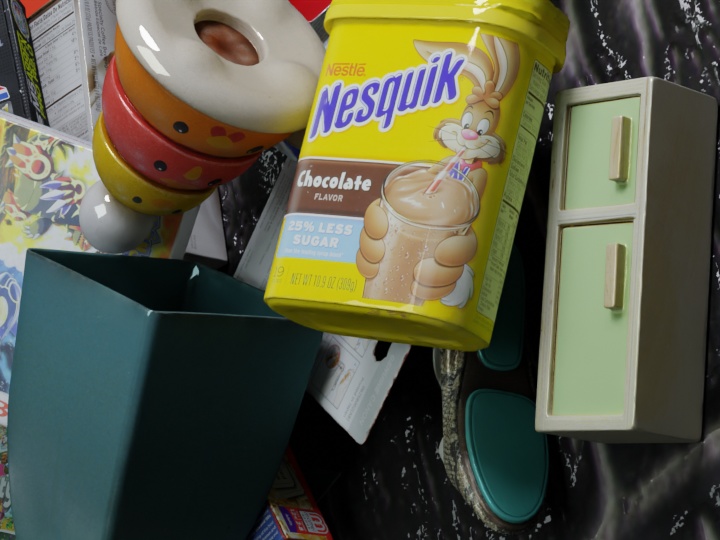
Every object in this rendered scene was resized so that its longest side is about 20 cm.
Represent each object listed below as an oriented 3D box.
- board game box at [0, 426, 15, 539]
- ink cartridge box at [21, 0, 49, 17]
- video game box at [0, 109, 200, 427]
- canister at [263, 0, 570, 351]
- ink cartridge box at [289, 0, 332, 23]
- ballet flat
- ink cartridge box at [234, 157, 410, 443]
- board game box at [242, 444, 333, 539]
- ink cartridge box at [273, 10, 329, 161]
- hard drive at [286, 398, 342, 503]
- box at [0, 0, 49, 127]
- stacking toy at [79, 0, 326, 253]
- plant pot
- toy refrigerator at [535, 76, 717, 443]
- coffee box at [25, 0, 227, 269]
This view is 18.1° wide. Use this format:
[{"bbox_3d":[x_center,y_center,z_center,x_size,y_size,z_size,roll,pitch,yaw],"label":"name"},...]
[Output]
[{"bbox_3d":[-0.278,0.200,1.713,0.147,0.064,0.201,-5,77,46],"label":"board game box"},{"bbox_3d":[-0.256,-0.155,1.782,0.162,0.057,0.201,4,89,47],"label":"ink cartridge box"},{"bbox_3d":[-0.220,0.006,1.520,0.181,0.047,0.201,19,95,4],"label":"video game box"},{"bbox_3d":[0.031,-0.062,1.319,0.148,0.086,0.201,6,76,34],"label":"canister"},{"bbox_3d":[-0.033,-0.279,1.488,0.200,0.084,0.175,-47,44,-9],"label":"ink cartridge box"},{"bbox_3d":[0.073,0.075,1.376,0.075,0.067,0.201,-40,46,51],"label":"ballet flat"},{"bbox_3d":[0.000,0.000,1.454,0.200,0.057,0.163,39,108,46],"label":"ink cartridge box"},{"bbox_3d":[-0.112,0.148,1.512,0.152,0.046,0.201,-48,50,28],"label":"board game box"},{"bbox_3d":[-0.014,-0.170,1.486,0.197,0.043,0.200,-51,45,-5],"label":"ink cartridge box"},{"bbox_3d":[-0.104,0.153,1.560,0.200,0.033,0.140,-52,49,26],"label":"hard drive"},{"bbox_3d":[-0.322,-0.099,1.606,0.199,0.044,0.161,-19,63,8],"label":"box"},{"bbox_3d":[-0.119,-0.083,1.423,0.200,0.145,0.147,-56,46,36],"label":"stacking toy"},{"bbox_3d":[-0.135,0.105,1.418,0.141,0.141,0.201,22,103,46],"label":"plant pot"},{"bbox_3d":[0.151,-0.004,1.301,0.076,0.070,0.201,-4,77,46],"label":"toy refrigerator"},{"bbox_3d":[-0.173,-0.092,1.632,0.080,0.114,0.201,-28,61,40],"label":"coffee box"}]
